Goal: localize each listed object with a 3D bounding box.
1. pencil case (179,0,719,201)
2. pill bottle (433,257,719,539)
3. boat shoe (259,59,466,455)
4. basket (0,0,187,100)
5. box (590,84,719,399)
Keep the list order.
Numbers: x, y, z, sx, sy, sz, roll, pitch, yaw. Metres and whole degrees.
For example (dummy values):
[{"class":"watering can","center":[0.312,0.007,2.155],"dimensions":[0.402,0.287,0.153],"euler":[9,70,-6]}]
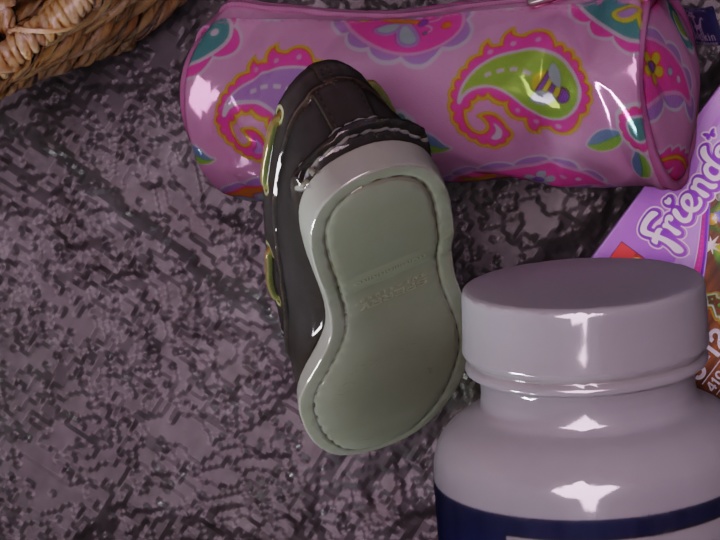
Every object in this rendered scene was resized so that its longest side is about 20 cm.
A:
[{"class":"pencil case","center":[0.033,-0.070,0.925],"dimensions":[0.200,0.087,0.088],"euler":[-2,91,23]},{"class":"pill bottle","center":[0.088,0.101,0.899],"dimensions":[0.120,0.120,0.200],"euler":[-2,102,10]},{"class":"boat shoe","center":[0.000,0.000,0.911],"dimensions":[0.072,0.201,0.061],"euler":[-18,58,-12]},{"class":"basket","center":[-0.149,-0.178,0.919],"dimensions":[0.143,0.149,0.200],"euler":[-41,83,35]},{"class":"box","center":[0.192,-0.028,0.935],"dimensions":[0.137,0.039,0.200],"euler":[37,97,8]}]
